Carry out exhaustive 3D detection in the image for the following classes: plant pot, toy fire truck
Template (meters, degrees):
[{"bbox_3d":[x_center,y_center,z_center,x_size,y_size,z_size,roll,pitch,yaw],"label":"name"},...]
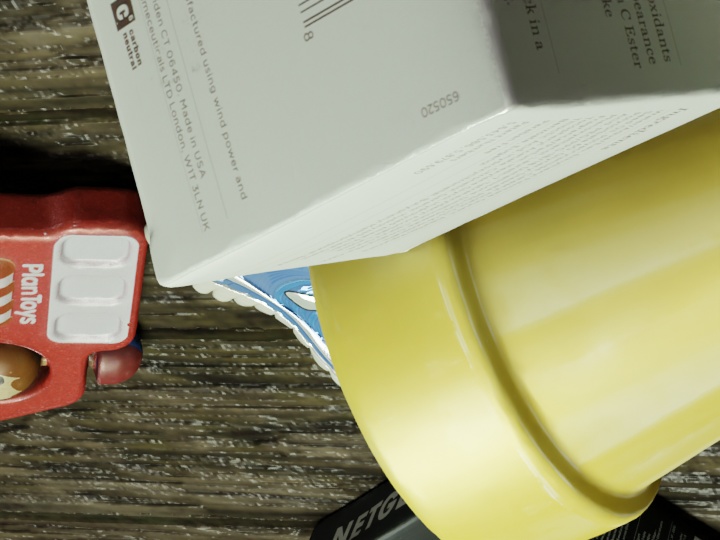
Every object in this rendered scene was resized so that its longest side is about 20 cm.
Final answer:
[{"bbox_3d":[0.107,-0.001,1.187,0.188,0.201,0.201,-23,128,24],"label":"plant pot"},{"bbox_3d":[-0.190,0.023,1.439,0.167,0.113,0.200,2,146,-7],"label":"toy fire truck"}]

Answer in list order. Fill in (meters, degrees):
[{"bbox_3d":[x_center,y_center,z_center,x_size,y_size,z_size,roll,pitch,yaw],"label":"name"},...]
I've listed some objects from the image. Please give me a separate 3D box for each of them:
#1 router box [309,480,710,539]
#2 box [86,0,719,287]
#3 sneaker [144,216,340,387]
[{"bbox_3d":[0.075,0.160,1.523,0.149,0.051,0.200,33,143,-15],"label":"router box"},{"bbox_3d":[0.006,-0.120,1.028,0.130,0.200,0.200,-7,167,-43],"label":"box"},{"bbox_3d":[0.000,0.000,1.325,0.199,0.079,0.089,27,147,-9],"label":"sneaker"}]
